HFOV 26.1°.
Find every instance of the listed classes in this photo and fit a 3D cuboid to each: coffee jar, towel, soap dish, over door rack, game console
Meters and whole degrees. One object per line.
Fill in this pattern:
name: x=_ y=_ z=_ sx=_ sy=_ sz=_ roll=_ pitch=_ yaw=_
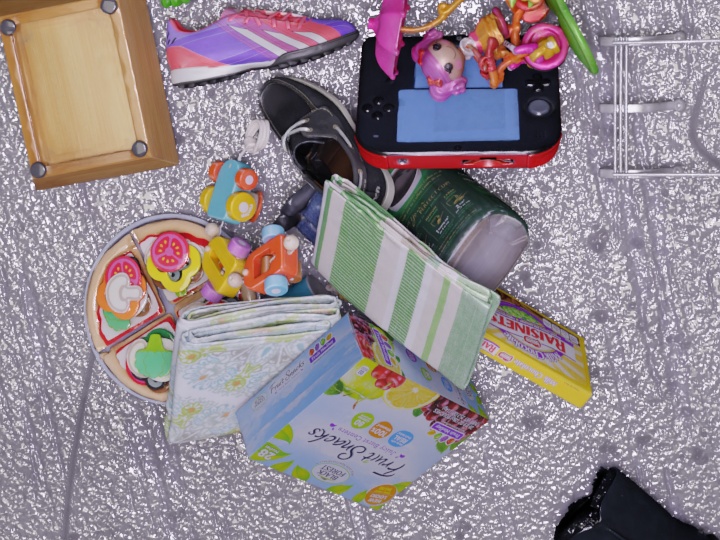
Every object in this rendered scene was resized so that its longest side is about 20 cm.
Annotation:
coffee jar: x=0.075 y=-0.062 z=1.530 sx=0.085 sy=0.200 sz=0.105 roll=24 pitch=108 yaw=-41
towel: x=0.037 y=0.011 z=1.473 sx=0.199 sy=0.023 sz=0.153 roll=37 pitch=147 yaw=16
towel: x=-0.109 y=0.099 z=1.569 sx=0.170 sy=0.048 sz=0.201 roll=-6 pitch=143 yaw=-16
soap dish: x=-0.283 y=-0.190 z=1.585 sx=0.156 sy=0.081 sz=0.202 roll=-9 pitch=101 yaw=6
over door rack: x=0.336 y=-0.161 z=1.541 sx=0.198 sy=0.067 sz=0.149 roll=3 pitch=102 yaw=25
game console: x=0.096 y=-0.171 z=1.526 sx=0.198 sy=0.178 sz=0.031 roll=0 pitch=142 yaw=4

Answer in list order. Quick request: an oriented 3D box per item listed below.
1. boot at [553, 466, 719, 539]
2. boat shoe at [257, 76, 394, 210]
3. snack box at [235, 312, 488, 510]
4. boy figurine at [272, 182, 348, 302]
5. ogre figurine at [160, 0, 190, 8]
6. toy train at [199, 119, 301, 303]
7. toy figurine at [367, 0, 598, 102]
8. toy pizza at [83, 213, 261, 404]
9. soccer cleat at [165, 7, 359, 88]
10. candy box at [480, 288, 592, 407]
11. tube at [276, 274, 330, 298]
boot: x=0.271 y=0.326 z=1.644 sx=0.167 sy=0.076 sz=0.201 roll=31 pitch=95 yaw=-6
boat shoe: x=-0.045 y=-0.130 z=1.544 sx=0.200 sy=0.067 sz=0.072 roll=50 pitch=117 yaw=32
snack box: x=0.003 y=0.147 z=1.570 sx=0.168 sy=0.068 sz=0.199 roll=-41 pitch=134 yaw=21
boy figurine: x=0.000 y=0.000 z=1.592 sx=0.200 sy=0.064 sz=0.124 roll=47 pitch=144 yaw=5
ogre figurine: x=-0.137 y=-0.362 z=1.534 sx=0.199 sy=0.098 sz=0.120 roll=-27 pitch=110 yaw=20
toy train: x=-0.101 y=-0.044 z=1.560 sx=0.055 sy=0.201 sz=0.150 roll=19 pitch=139 yaw=-36
toy figurine: x=0.104 y=-0.234 z=1.502 sx=0.183 sy=0.150 sz=0.201 roll=-29 pitch=85 yaw=7
toy pizza: x=-0.201 y=0.041 z=1.627 sx=0.198 sy=0.032 sz=0.202 roll=0 pitch=91 yaw=13
soccer cleat: x=-0.102 y=-0.237 z=1.572 sx=0.198 sy=0.068 sz=0.074 roll=-11 pitch=96 yaw=9
candy box: x=0.145 y=0.058 z=1.568 sx=0.199 sy=0.103 sz=0.026 roll=29 pitch=121 yaw=-16
tube: x=-0.114 y=0.084 z=1.648 sx=0.200 sy=0.050 sz=0.078 roll=-40 pitch=83 yaw=15
